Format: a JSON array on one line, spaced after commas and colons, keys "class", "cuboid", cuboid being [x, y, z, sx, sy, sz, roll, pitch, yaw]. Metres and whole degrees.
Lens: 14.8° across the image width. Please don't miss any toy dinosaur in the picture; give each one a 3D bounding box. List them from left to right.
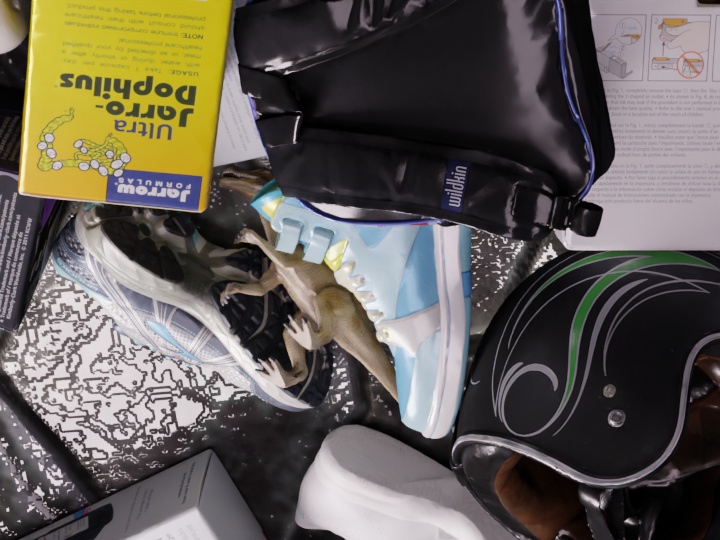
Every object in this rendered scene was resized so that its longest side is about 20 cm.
[{"class": "toy dinosaur", "cuboid": [-0.022, 0.023, 1.685, 0.058, 0.101, 0.200, -25, 105, 42]}]

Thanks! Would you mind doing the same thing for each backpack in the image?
[{"class": "backpack", "cuboid": [0.035, -0.115, 1.506, 0.189, 0.154, 0.201, -7, 101, 17]}]

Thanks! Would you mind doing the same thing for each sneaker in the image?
[{"class": "sneaker", "cuboid": [-0.103, 0.021, 1.715, 0.200, 0.078, 0.086, 40, 138, -19]}, {"class": "sneaker", "cuboid": [0.000, 0.000, 1.639, 0.130, 0.080, 0.201, 0, 99, -3]}, {"class": "sneaker", "cuboid": [0.053, 0.175, 1.767, 0.199, 0.075, 0.089, 29, 126, -1]}]

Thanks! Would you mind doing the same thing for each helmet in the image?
[{"class": "helmet", "cuboid": [0.166, 0.073, 1.639, 0.200, 0.200, 0.191, 41, 68, -12]}]

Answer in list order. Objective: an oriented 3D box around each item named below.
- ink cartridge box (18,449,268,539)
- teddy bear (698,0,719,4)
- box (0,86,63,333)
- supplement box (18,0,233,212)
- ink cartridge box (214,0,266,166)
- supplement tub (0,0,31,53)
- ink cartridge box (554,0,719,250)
[{"class": "ink cartridge box", "cuboid": [-0.149, 0.229, 1.792, 0.199, 0.083, 0.146, -26, 109, 15]}, {"class": "teddy bear", "cuboid": [0.176, -0.146, 1.619, 0.199, 0.067, 0.146, -9, 122, 2]}, {"class": "box", "cuboid": [-0.279, -0.056, 1.659, 0.199, 0.122, 0.107, 16, 115, -1]}, {"class": "supplement box", "cuboid": [-0.125, -0.145, 1.518, 0.109, 0.109, 0.201, 5, 132, -6]}, {"class": "ink cartridge box", "cuboid": [-0.062, -0.154, 1.612, 0.199, 0.043, 0.197, -12, 131, 8]}, {"class": "supplement tub", "cuboid": [-0.295, -0.189, 1.591, 0.199, 0.145, 0.145, -4, 113, 6]}, {"class": "ink cartridge box", "cuboid": [0.214, -0.101, 1.586, 0.199, 0.045, 0.177, 0, 104, -5]}]
